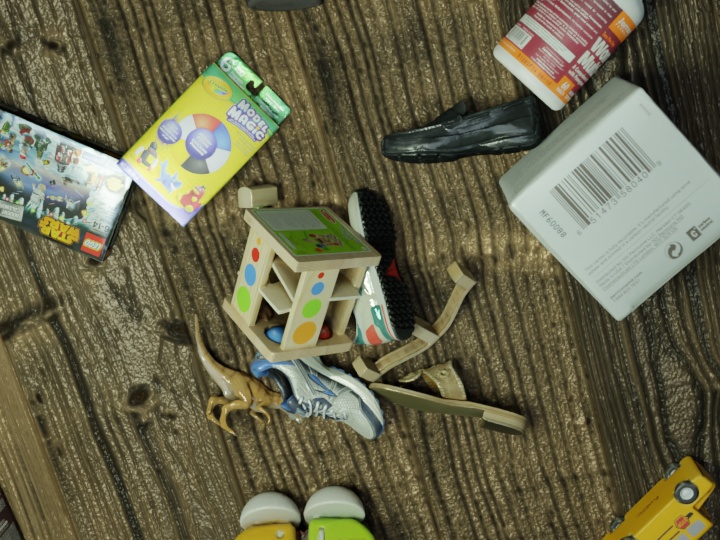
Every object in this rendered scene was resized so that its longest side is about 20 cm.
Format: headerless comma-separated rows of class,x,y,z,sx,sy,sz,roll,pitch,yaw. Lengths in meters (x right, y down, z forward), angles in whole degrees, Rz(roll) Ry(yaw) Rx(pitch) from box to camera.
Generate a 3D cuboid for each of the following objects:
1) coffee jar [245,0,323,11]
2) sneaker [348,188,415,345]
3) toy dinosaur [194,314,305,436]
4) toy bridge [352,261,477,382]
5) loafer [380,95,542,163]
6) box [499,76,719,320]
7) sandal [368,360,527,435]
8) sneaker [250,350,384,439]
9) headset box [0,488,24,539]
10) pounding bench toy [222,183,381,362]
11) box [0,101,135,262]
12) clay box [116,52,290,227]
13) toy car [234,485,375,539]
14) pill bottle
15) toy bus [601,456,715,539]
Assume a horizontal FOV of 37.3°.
coffee jar,-0.095,-0.407,1.251,0.104,0.085,0.201,-3,103,0
sneaker,0.000,0.000,1.352,0.093,0.070,0.200,-18,84,34
toy dinosaur,-0.168,0.157,1.425,0.200,0.060,0.106,34,79,-11
toy bridge,0.075,0.075,1.381,0.200,0.027,0.067,-46,138,15
loafer,0.123,-0.173,1.315,0.200,0.068,0.071,-7,85,7
box,0.304,-0.089,1.269,0.199,0.171,0.200,-42,99,12
sandal,0.120,0.154,1.405,0.211,0.078,0.070,16,72,1
sneaker,-0.061,0.163,1.387,0.200,0.085,0.077,38,145,0
headset box,-0.571,0.344,1.474,0.148,0.075,0.200,-17,103,7
pounding bench toy,-0.097,0.001,1.330,0.124,0.200,0.156,-5,125,-38
box,-0.395,-0.112,1.366,0.200,0.040,0.137,22,105,-3
clay box,-0.191,-0.165,1.321,0.115,0.048,0.200,43,91,-9
toy car,-0.072,0.396,1.435,0.199,0.175,0.150,-7,139,4
pill bottle,0.259,-0.296,1.250,0.110,0.110,0.200,40,103,-7
toy bus,0.399,0.346,1.431,0.078,0.065,0.200,40,103,-8
